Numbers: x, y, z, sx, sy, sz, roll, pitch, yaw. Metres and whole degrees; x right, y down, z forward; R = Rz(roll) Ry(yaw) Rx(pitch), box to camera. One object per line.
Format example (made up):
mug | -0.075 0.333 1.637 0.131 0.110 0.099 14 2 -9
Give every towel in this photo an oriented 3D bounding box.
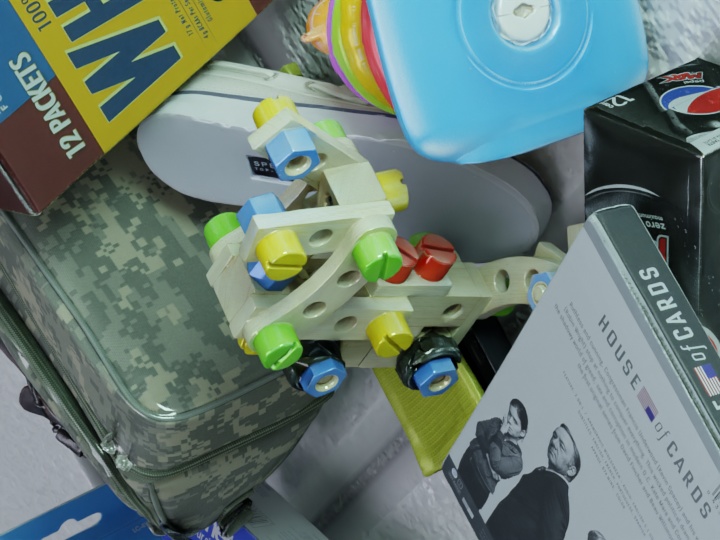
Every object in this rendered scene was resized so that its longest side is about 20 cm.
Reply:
towel | 0.000 0.000 1.155 0.201 0.018 0.086 60 156 13

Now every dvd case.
dvd case | 0.099 0.090 0.939 0.151 0.025 0.200 63 151 24

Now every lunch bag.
lunch bag | -0.106 0.024 1.204 0.200 0.139 0.168 53 155 18

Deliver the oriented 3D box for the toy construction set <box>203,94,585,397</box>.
toy construction set | 0.021 -0.001 1.002 0.131 0.199 0.092 -56 33 36

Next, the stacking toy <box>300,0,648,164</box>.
stacking toy | 0.024 -0.105 1.015 0.200 0.116 0.110 7 114 65

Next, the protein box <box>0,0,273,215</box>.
protein box | -0.169 -0.148 1.126 0.200 0.199 0.135 12 140 51

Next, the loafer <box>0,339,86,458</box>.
loafer | -0.185 0.056 1.414 0.200 0.063 0.072 57 -178 19

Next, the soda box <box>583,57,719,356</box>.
soda box | 0.134 0.023 0.953 0.063 0.071 0.201 26 131 43

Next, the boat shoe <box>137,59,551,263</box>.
boat shoe | -0.001 -0.059 1.089 0.199 0.070 0.071 11 137 23

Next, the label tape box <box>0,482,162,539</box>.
label tape box | -0.154 0.230 1.426 0.066 0.143 0.201 34 136 39

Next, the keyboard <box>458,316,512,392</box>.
keyboard | 0.106 0.103 1.093 0.201 0.040 0.104 61 170 4

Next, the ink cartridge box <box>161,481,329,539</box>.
ink cartridge box | -0.038 0.187 1.245 0.200 0.044 0.094 37 121 46
